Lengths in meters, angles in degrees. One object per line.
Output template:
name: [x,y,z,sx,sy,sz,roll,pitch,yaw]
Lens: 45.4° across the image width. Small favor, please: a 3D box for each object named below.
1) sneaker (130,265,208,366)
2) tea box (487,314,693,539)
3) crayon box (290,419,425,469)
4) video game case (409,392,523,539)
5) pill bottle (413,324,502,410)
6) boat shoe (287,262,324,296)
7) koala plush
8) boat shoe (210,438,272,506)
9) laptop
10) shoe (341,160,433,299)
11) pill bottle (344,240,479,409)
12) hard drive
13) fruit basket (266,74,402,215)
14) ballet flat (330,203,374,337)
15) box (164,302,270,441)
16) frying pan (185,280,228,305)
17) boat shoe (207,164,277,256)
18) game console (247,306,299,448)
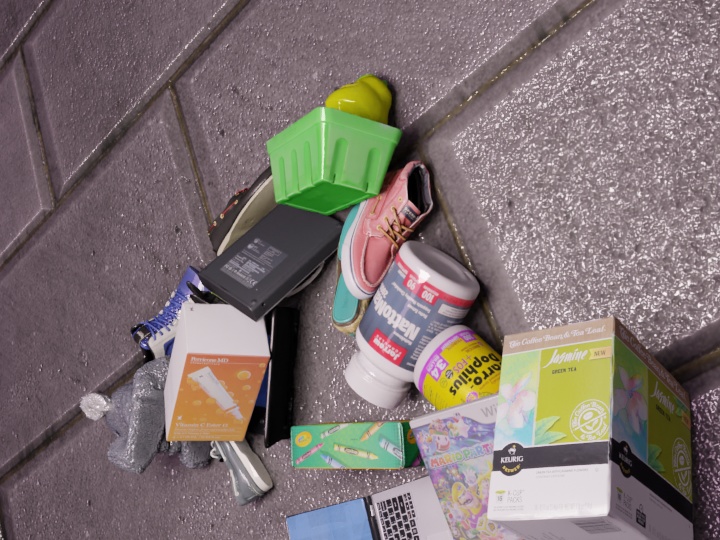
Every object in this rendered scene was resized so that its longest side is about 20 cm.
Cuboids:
sneaker: [-0.325,0.094,1.475,0.080,0.114,0.203,31,105,37]
tea box: [0.242,0.185,0.885,0.132,0.199,0.201,-15,53,37]
crayon box: [0.014,0.234,1.165,0.197,0.118,0.060,-10,79,40]
video game case: [0.149,0.252,0.997,0.141,0.018,0.204,-23,87,36]
pill bottle: [0.162,0.165,1.056,0.200,0.103,0.106,43,112,35]
boat shoe: [-0.143,0.005,1.346,0.197,0.060,0.077,-25,38,30]
koala plush: [-0.367,0.239,1.467,0.198,0.175,0.189,-6,80,46]
boat shoe: [-0.217,0.284,1.380,0.062,0.073,0.201,-41,65,4]
laptop: [0.023,0.393,1.143,0.198,0.115,0.191,-28,69,35]
shoe: [0.038,-0.060,1.165,0.090,0.071,0.203,-22,41,43]
pill bottle: [0.062,0.076,1.142,0.119,0.118,0.203,41,112,35]
hard drive: [-0.129,-0.024,1.290,0.138,0.033,0.200,27,60,38]
fruit basket: [-0.031,-0.196,1.221,0.215,0.153,0.221,-33,52,54]
ballet flat: [0.000,0.000,1.231,0.070,0.070,0.204,-13,57,39]
box: [-0.219,0.156,1.288,0.099,0.122,0.202,-107,29,-45]
frying pan: [-0.235,0.047,1.324,0.114,0.191,0.031,24,68,41]
boat shoe: [-0.187,-0.103,1.404,0.202,0.073,0.064,-49,65,31]
game console: [-0.159,0.156,1.325,0.173,0.115,0.205,1,86,40]
